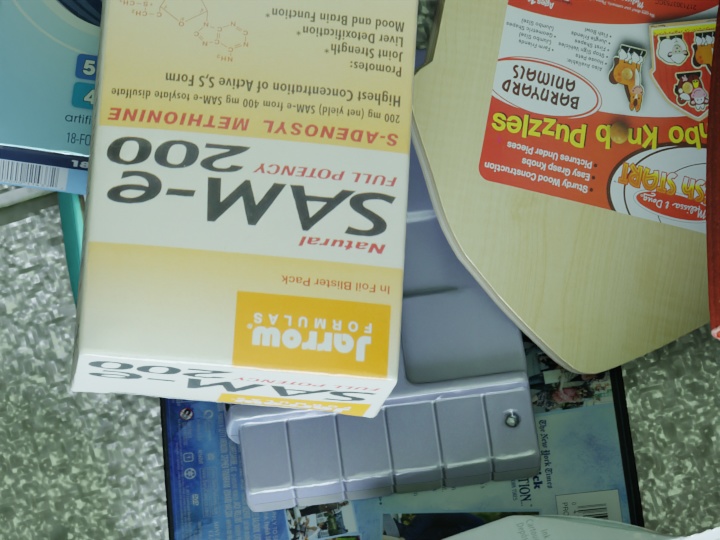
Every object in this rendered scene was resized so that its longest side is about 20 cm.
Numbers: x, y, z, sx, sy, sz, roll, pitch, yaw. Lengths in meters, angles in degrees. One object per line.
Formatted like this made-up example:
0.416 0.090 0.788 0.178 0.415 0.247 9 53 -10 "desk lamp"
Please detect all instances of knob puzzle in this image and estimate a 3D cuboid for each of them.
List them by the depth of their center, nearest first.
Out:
0.105 -0.055 1.204 0.220 0.030 0.220 1 88 -22 "knob puzzle"

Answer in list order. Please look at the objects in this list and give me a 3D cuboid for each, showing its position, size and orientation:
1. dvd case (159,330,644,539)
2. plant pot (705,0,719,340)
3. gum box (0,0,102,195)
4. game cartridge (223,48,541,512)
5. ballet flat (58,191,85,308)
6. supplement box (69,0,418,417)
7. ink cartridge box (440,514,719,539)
0.016 0.078 1.203 0.200 0.018 0.143 -6 64 1 "dvd case"
0.245 -0.066 1.120 0.200 0.200 0.176 -15 74 22 "plant pot"
-0.068 -0.125 1.211 0.170 0.045 0.200 7 68 -6 "gum box"
0.000 0.000 1.212 0.130 0.038 0.200 -6 65 -4 "game cartridge"
-0.108 -0.049 1.235 0.069 0.069 0.200 -15 82 -1 "ballet flat"
-0.045 -0.049 1.122 0.126 0.074 0.200 4 75 -7 "supplement box"
0.106 0.157 1.170 0.200 0.163 0.057 -22 45 -4 "ink cartridge box"
